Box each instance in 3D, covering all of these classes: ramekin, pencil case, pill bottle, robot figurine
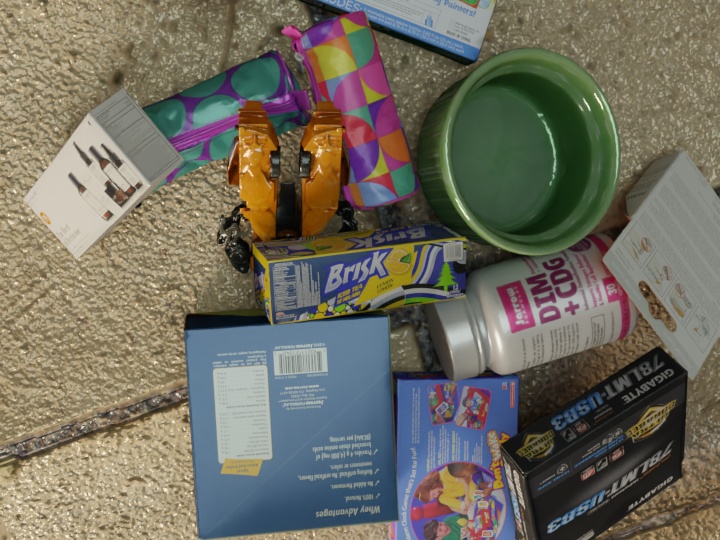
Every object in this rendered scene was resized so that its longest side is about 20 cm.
[{"bbox_3d":[0.153,-0.116,1.042,0.198,0.098,0.202,0,91,-21],"label":"ramekin"},{"bbox_3d":[-0.151,-0.142,1.014,0.199,0.092,0.086,-26,116,-7],"label":"pencil case"},{"bbox_3d":[-0.008,-0.159,1.034,0.088,0.088,0.201,-22,101,-6],"label":"pencil case"},{"bbox_3d":[0.174,0.041,1.066,0.198,0.113,0.114,-17,97,-6],"label":"pill bottle"},{"bbox_3d":[-0.069,-0.071,1.010,0.144,0.058,0.201,0,136,-6],"label":"robot figurine"}]

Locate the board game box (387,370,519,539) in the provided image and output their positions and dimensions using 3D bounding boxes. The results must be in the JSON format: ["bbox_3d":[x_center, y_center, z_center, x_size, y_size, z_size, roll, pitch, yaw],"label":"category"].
[{"bbox_3d":[0.099,0.210,1.104,0.133,0.045,0.202,0,95,-8],"label":"board game box"}]

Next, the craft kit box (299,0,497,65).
[{"bbox_3d":[0.057,-0.339,1.056,0.199,0.049,0.199,19,94,-9],"label":"craft kit box"}]

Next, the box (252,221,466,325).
[{"bbox_3d":[0.000,0.000,0.995,0.198,0.070,0.065,-7,108,-18],"label":"box"}]

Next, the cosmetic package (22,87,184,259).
[{"bbox_3d":[-0.245,-0.084,0.958,0.083,0.200,0.051,51,53,-7],"label":"cosmetic package"}]

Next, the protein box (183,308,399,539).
[{"bbox_3d":[-0.071,0.143,1.029,0.197,0.135,0.202,-4,95,-8],"label":"protein box"}]

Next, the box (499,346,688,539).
[{"bbox_3d":[0.244,0.198,1.056,0.199,0.050,0.199,-29,135,-13],"label":"box"}]

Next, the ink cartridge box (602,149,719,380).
[{"bbox_3d":[0.327,-0.007,1.074,0.163,0.057,0.200,51,60,-10],"label":"ink cartridge box"}]
